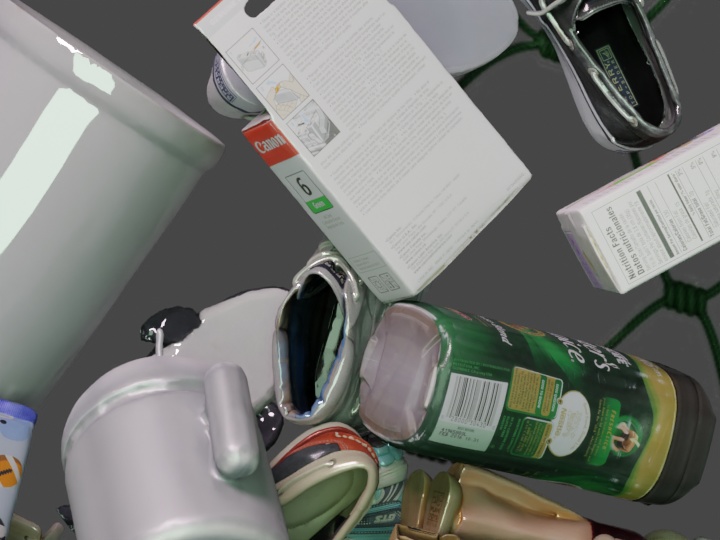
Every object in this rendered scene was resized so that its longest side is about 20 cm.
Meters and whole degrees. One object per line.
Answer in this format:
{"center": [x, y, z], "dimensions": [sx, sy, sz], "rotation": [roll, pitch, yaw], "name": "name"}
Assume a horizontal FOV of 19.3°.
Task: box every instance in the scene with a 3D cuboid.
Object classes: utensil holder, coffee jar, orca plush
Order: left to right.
{"center": [-0.202, -0.038, 1.254], "dimensions": [0.170, 0.170, 0.200], "rotation": [34, 93, 1], "name": "utensil holder"}
{"center": [-0.109, 0.095, 1.299], "dimensions": [0.105, 0.071, 0.201], "rotation": [29, 70, -9], "name": "orca plush"}
{"center": [0.106, 0.079, 1.250], "dimensions": [0.199, 0.104, 0.086], "rotation": [15, 92, -26], "name": "coffee jar"}

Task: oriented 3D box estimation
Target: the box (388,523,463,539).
{"center": [0.064, 0.249, 1.260], "dimensions": [0.163, 0.021, 0.201], "rotation": [15, 119, -11], "name": "box"}

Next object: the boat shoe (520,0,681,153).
{"center": [0.135, -0.166, 1.290], "dimensions": [0.073, 0.068, 0.200], "rotation": [-22, 90, -16], "name": "boat shoe"}

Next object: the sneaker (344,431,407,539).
{"center": [-0.054, 0.176, 1.296], "dimensions": [0.199, 0.078, 0.087], "rotation": [-24, 93, 1], "name": "sneaker"}

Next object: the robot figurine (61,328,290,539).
{"center": [-0.102, 0.128, 1.165], "dimensions": [0.113, 0.201, 0.170], "rotation": [15, 128, -32], "name": "robot figurine"}

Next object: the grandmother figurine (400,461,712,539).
{"center": [0.130, 0.163, 1.277], "dimensions": [0.199, 0.121, 0.061], "rotation": [16, 90, -20], "name": "grandmother figurine"}

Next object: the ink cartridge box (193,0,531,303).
{"center": [-0.005, -0.092, 1.229], "dimensions": [0.109, 0.050, 0.200], "rotation": [-44, 101, -22], "name": "ink cartridge box"}

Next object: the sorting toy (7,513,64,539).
{"center": [-0.305, 0.185, 1.237], "dimensions": [0.199, 0.180, 0.107], "rotation": [26, 116, 2], "name": "sorting toy"}

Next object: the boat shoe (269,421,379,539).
{"center": [-0.064, 0.173, 1.233], "dimensions": [0.071, 0.063, 0.200], "rotation": [43, 93, -19], "name": "boat shoe"}

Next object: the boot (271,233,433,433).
{"center": [0.000, 0.000, 1.277], "dimensions": [0.073, 0.095, 0.201], "rotation": [10, 90, 23], "name": "boot"}

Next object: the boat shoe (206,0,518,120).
{"center": [-0.001, -0.137, 1.301], "dimensions": [0.199, 0.065, 0.074], "rotation": [-11, 82, -20], "name": "boat shoe"}

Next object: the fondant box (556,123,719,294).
{"center": [0.220, -0.058, 1.258], "dimensions": [0.199, 0.144, 0.058], "rotation": [-27, 91, 1], "name": "fondant box"}

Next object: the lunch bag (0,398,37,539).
{"center": [-0.298, 0.134, 1.153], "dimensions": [0.199, 0.171, 0.124], "rotation": [22, 133, -16], "name": "lunch bag"}
